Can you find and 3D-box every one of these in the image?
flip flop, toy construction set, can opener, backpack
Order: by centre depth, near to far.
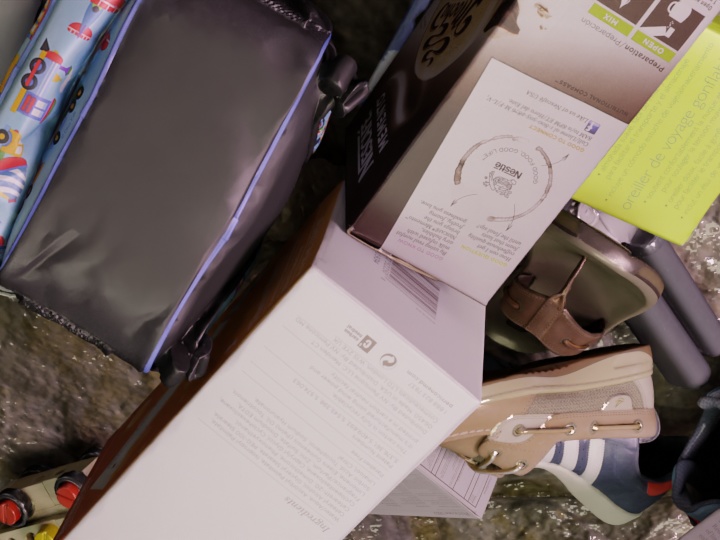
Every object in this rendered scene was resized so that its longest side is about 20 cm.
[{"bbox_3d":[-0.090,-0.065,0.696,0.134,0.200,0.183,29,101,-7],"label":"backpack"},{"bbox_3d":[0.109,0.022,0.856,0.081,0.058,0.200,35,158,-4],"label":"flip flop"},{"bbox_3d":[0.157,-0.005,0.888,0.066,0.053,0.200,8,147,52],"label":"can opener"},{"bbox_3d":[-0.201,0.200,1.094,0.200,0.092,0.131,-22,104,16],"label":"toy construction set"}]

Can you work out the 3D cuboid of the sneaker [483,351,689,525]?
[{"bbox_3d":[0.141,0.093,0.969,0.200,0.075,0.084,32,125,-32],"label":"sneaker"}]

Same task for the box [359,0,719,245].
[{"bbox_3d":[0.113,-0.104,0.771,0.200,0.048,0.122,22,120,-14],"label":"box"}]

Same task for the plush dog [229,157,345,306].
[{"bbox_3d":[0.000,0.000,0.840,0.172,0.200,0.160,-16,165,33],"label":"plush dog"}]

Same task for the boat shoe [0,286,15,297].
[{"bbox_3d":[-0.188,-0.013,0.847,0.200,0.069,0.072,11,128,39],"label":"boat shoe"}]

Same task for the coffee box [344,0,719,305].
[{"bbox_3d":[0.077,-0.099,0.678,0.080,0.113,0.200,28,116,-17],"label":"coffee box"}]

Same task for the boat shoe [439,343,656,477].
[{"bbox_3d":[0.087,0.090,0.863,0.200,0.065,0.072,-10,-179,-25],"label":"boat shoe"}]

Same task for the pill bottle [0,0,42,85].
[{"bbox_3d":[-0.212,-0.116,0.691,0.120,0.120,0.200,15,131,-8],"label":"pill bottle"}]

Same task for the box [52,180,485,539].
[{"bbox_3d":[-0.041,0.073,0.709,0.097,0.124,0.200,39,109,-9],"label":"box"}]

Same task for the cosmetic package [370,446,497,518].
[{"bbox_3d":[-0.007,0.120,0.971,0.200,0.051,0.083,-8,138,49],"label":"cosmetic package"}]

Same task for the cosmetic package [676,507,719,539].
[{"bbox_3d":[0.279,0.169,0.904,0.200,0.074,0.102,-36,134,-4],"label":"cosmetic package"}]

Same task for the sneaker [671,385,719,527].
[{"bbox_3d":[0.232,0.143,0.959,0.095,0.079,0.200,-15,125,-29],"label":"sneaker"}]
